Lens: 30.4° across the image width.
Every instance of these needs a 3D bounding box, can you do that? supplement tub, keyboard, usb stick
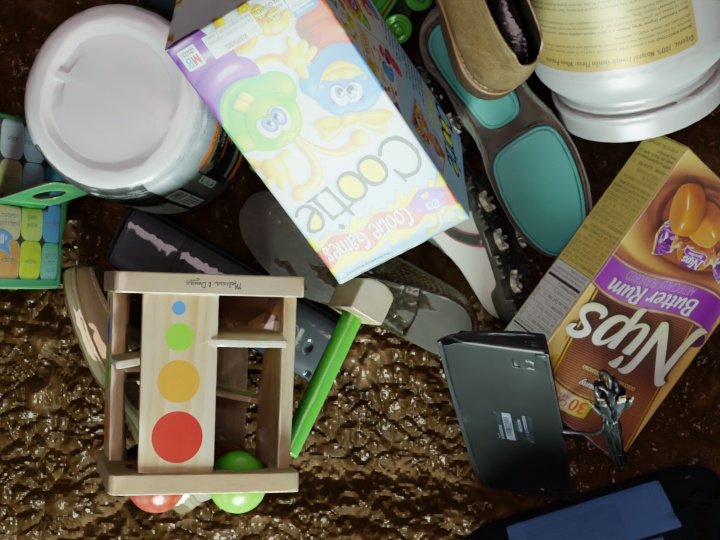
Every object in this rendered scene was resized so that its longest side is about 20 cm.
[{"bbox_3d":[0.172,-0.203,0.888,0.142,0.145,0.202,-15,120,5],"label":"supplement tub"},{"bbox_3d":[-0.147,-0.104,0.924,0.120,0.200,0.125,0,89,5],"label":"supplement tub"},{"bbox_3d":[0.126,0.102,0.900,0.125,0.201,0.021,7,56,19],"label":"keyboard"},{"bbox_3d":[-0.100,0.017,1.001,0.198,0.033,0.056,30,91,5],"label":"usb stick"}]

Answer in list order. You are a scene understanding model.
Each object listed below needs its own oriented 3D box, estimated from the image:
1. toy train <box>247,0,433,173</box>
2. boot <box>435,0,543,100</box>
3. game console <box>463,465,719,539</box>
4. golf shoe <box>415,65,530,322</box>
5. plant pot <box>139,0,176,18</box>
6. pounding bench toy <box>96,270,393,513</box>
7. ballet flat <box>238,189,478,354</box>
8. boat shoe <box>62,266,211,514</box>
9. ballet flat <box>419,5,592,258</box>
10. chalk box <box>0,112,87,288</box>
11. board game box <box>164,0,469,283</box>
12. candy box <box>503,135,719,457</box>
[{"bbox_3d":[-0.018,-0.146,0.967,0.056,0.042,0.201,27,107,-24],"label":"toy train"},{"bbox_3d":[0.066,-0.215,0.863,0.073,0.075,0.202,-26,90,-14],"label":"boot"},{"bbox_3d":[0.164,0.197,0.900,0.197,0.177,0.031,-19,101,5],"label":"game console"},{"bbox_3d":[0.061,-0.048,0.976,0.087,0.077,0.202,-27,81,22],"label":"golf shoe"},{"bbox_3d":[-0.075,-0.250,0.930,0.160,0.201,0.202,34,92,-10],"label":"plant pot"},{"bbox_3d":[-0.076,0.082,0.910,0.197,0.124,0.159,1,90,-15],"label":"pounding bench toy"},{"bbox_3d":[0.000,0.000,0.986,0.198,0.046,0.068,28,108,8],"label":"ballet flat"},{"bbox_3d":[-0.155,0.079,0.991,0.064,0.071,0.202,-28,96,0],"label":"boat shoe"},{"bbox_3d":[0.109,-0.105,0.948,0.067,0.064,0.202,-28,103,17],"label":"ballet flat"},{"bbox_3d":[-0.290,-0.049,0.957,0.197,0.125,0.126,2,89,20],"label":"chalk box"},{"bbox_3d":[-0.023,-0.111,0.854,0.102,0.106,0.201,-26,122,18],"label":"board game box"},{"bbox_3d":[0.193,0.020,0.936,0.116,0.056,0.201,34,94,-29],"label":"candy box"}]
